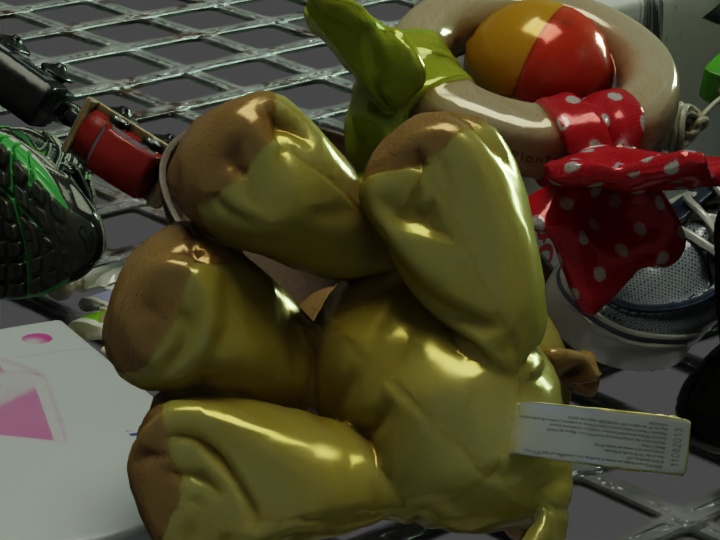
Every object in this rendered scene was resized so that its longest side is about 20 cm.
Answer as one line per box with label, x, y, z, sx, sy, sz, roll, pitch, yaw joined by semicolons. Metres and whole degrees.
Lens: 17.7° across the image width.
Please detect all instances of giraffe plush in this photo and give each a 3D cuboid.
giraffe plush;0.021;0.031;0.829;0.200;0.173;0.162;23;4;7

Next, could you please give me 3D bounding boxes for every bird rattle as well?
bird rattle;0.073;-0.078;0.986;0.199;0.113;0.163;13;37;22

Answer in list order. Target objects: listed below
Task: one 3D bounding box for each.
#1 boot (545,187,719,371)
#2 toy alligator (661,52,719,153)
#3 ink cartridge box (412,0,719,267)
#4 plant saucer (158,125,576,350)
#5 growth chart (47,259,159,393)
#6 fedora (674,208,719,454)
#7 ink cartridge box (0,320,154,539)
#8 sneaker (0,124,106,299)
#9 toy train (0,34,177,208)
boot;0.159;-0.021;1.061;0.073;0.090;0.200;39;31;20
toy alligator;0.197;-0.097;1.088;0.054;0.059;0.200;19;36;16
ink cartridge box;0.124;-0.080;1.174;0.200;0.147;0.083;-16;29;-39
plant saucer;0.000;0.000;1.023;0.200;0.035;0.200;20;28;-11
growth chart;-0.059;0.024;1.061;0.144;0.018;0.200;-12;25;-31
fedora;0.203;0.000;0.954;0.200;0.092;0.201;-22;12;5
ink cartridge box;-0.163;0.080;0.869;0.200;0.043;0.196;-9;23;-30
sneaker;-0.162;-0.040;1.126;0.085;0.078;0.200;-5;17;-24
toy train;-0.109;-0.054;1.096;0.200;0.034;0.046;33;10;12
